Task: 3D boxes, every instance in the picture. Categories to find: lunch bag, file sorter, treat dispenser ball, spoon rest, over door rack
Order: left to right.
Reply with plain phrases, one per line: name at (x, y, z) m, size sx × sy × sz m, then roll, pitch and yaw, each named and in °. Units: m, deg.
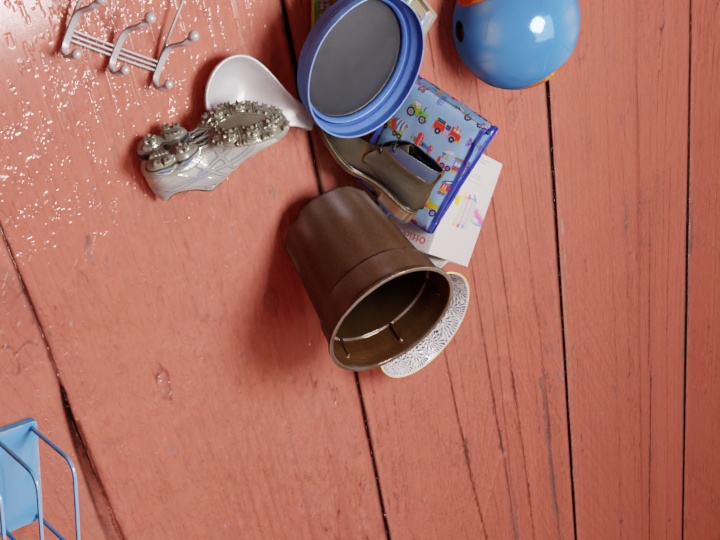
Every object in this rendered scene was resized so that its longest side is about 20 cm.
file sorter at (-0.441, 0.285, 1.182) m, size 0.198 × 0.122 × 0.142 m, roll -16°, pitch 117°, yaw -42°
over door rack at (-0.250, -0.322, 1.175) m, size 0.146 × 0.066 × 0.204 m, roll 11°, pitch 98°, yaw -50°
spoon rest at (-0.126, -0.224, 1.356) m, size 0.198 × 0.060 × 0.101 m, roll 9°, pitch 102°, yaw -49°
lunch bag at (0.085, -0.164, 1.509) m, size 0.202 × 0.149 × 0.094 m, roll -59°, pitch 167°, yaw 19°
treat dispenser ball at (0.241, -0.383, 1.582) m, size 0.199 × 0.199 × 0.205 m, roll -21°, pitch 121°, yaw -40°

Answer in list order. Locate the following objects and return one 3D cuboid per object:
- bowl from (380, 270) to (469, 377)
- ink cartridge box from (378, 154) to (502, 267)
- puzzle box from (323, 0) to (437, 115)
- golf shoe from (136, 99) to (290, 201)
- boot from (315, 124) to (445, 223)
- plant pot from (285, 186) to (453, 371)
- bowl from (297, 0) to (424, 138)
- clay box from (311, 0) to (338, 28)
bowl at (0.076, 0.064, 1.657) m, size 0.199 × 0.094 × 0.203 m, roll -31°, pitch 142°, yaw -27°
ink cartridge box at (0.116, -0.103, 1.618) m, size 0.124 × 0.127 × 0.204 m, roll 14°, pitch 96°, yaw -52°
puzzle box at (0.024, -0.316, 1.439) m, size 0.133 × 0.025 × 0.202 m, roll 34°, pitch 84°, yaw -52°
golf shoe at (-0.184, -0.151, 1.299) m, size 0.197 × 0.079 × 0.098 m, roll -18°, pitch 144°, yaw -13°
boot at (0.030, -0.171, 1.460) m, size 0.097 × 0.200 × 0.075 m, roll -42°, pitch -172°, yaw 29°
plant pot at (0.000, 0.000, 1.451) m, size 0.197 × 0.199 × 0.202 m, roll -23°, pitch 146°, yaw -17°
bowl at (-0.001, -0.277, 1.363) m, size 0.199 × 0.039 × 0.203 m, roll -28°, pitch 138°, yaw -28°
clay box at (-0.004, -0.366, 1.438) m, size 0.198 × 0.047 × 0.117 m, roll -20°, pitch 123°, yaw -40°
